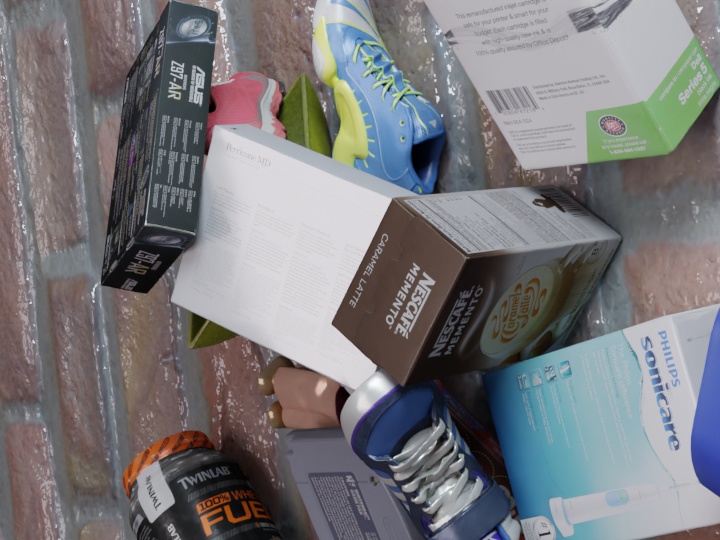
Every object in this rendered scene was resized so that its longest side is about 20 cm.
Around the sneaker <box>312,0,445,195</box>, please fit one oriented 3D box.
[{"bbox_3d":[0.024,-0.147,1.436,0.104,0.076,0.202,-1,103,37],"label":"sneaker"}]

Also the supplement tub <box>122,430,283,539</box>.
[{"bbox_3d":[-0.142,0.260,1.652,0.201,0.122,0.123,55,133,26],"label":"supplement tub"}]

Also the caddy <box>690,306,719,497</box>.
[{"bbox_3d":[0.296,0.080,1.099,0.105,0.141,0.202,29,119,48],"label":"caddy"}]

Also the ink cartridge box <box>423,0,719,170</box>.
[{"bbox_3d":[0.137,-0.177,1.209,0.145,0.084,0.201,-2,129,49],"label":"ink cartridge box"}]

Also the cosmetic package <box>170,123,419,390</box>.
[{"bbox_3d":[-0.043,-0.012,1.353,0.199,0.052,0.152,24,109,26],"label":"cosmetic package"}]

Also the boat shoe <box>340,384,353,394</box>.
[{"bbox_3d":[0.026,0.033,1.389,0.066,0.074,0.201,30,123,7],"label":"boat shoe"}]

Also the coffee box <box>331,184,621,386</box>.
[{"bbox_3d":[0.088,0.007,1.268,0.080,0.199,0.115,41,120,30],"label":"coffee box"}]

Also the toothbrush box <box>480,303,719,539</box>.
[{"bbox_3d":[0.198,0.118,1.260,0.199,0.085,0.148,-24,79,49],"label":"toothbrush box"}]

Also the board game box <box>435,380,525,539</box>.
[{"bbox_3d":[0.090,0.176,1.389,0.200,0.019,0.103,45,131,5],"label":"board game box"}]

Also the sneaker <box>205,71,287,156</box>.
[{"bbox_3d":[-0.117,-0.144,1.530,0.074,0.086,0.200,-56,19,15],"label":"sneaker"}]

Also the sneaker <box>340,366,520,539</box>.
[{"bbox_3d":[0.066,0.160,1.272,0.147,0.080,0.200,47,170,28],"label":"sneaker"}]

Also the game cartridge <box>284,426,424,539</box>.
[{"bbox_3d":[0.014,0.227,1.495,0.133,0.041,0.201,-6,109,55],"label":"game cartridge"}]

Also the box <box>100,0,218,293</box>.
[{"bbox_3d":[-0.169,-0.100,1.442,0.160,0.043,0.202,139,139,-62],"label":"box"}]

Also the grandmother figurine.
[{"bbox_3d":[-0.007,0.117,1.524,0.199,0.060,0.122,9,129,45],"label":"grandmother figurine"}]

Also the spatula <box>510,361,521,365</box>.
[{"bbox_3d":[0.133,0.099,1.379,0.056,0.021,0.202,-17,87,28],"label":"spatula"}]

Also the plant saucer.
[{"bbox_3d":[-0.080,-0.046,1.506,0.201,0.048,0.200,-54,20,24],"label":"plant saucer"}]
